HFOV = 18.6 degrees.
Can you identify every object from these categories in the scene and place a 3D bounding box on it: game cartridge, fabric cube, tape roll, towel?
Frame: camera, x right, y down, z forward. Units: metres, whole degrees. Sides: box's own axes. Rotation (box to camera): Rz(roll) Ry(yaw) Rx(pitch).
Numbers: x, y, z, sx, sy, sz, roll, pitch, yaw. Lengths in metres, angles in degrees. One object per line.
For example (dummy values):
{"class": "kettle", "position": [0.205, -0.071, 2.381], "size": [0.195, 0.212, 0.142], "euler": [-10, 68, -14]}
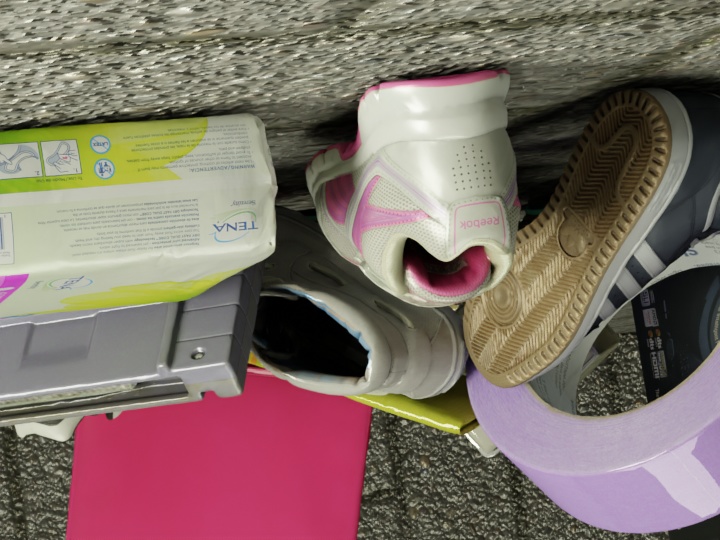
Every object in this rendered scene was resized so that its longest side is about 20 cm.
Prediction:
{"class": "game cartridge", "position": [-0.150, 0.021, 1.154], "size": [0.199, 0.130, 0.038], "euler": [-9, 138, 15]}
{"class": "fabric cube", "position": [-0.096, 0.132, 1.507], "size": [0.195, 0.200, 0.200], "euler": [5, -167, -2]}
{"class": "tape roll", "position": [0.156, 0.035, 1.163], "size": [0.199, 0.201, 0.066], "euler": [-12, 139, 34]}
{"class": "towel", "position": [-0.018, 0.054, 1.238], "size": [0.199, 0.018, 0.086], "euler": [17, -163, 22]}

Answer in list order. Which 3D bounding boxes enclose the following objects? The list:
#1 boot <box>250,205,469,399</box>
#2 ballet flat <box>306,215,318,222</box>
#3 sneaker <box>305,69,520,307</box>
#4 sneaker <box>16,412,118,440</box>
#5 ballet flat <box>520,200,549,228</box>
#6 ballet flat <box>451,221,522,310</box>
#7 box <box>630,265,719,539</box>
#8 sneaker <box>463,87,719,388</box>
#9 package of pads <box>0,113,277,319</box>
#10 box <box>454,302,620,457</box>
{"class": "boot", "position": [-0.042, 0.013, 1.190], "size": [0.199, 0.074, 0.095], "euler": [22, -168, 33]}
{"class": "ballet flat", "position": [0.024, -0.006, 1.411], "size": [0.199, 0.063, 0.069], "euler": [-4, 175, -36]}
{"class": "sneaker", "position": [0.024, -0.022, 1.012], "size": [0.081, 0.089, 0.200], "euler": [-7, 168, -9]}
{"class": "sneaker", "position": [-0.149, 0.039, 1.291], "size": [0.073, 0.080, 0.200], "euler": [3, -163, 30]}
{"class": "ballet flat", "position": [0.150, -0.023, 1.398], "size": [0.068, 0.069, 0.200], "euler": [-9, 175, -13]}
{"class": "ballet flat", "position": [0.073, 0.000, 1.532], "size": [0.199, 0.071, 0.071], "euler": [-1, 177, 16]}
{"class": "box", "position": [0.236, 0.051, 1.233], "size": [0.160, 0.201, 0.043], "euler": [-11, 175, 38]}
{"class": "sneaker", "position": [0.137, -0.016, 1.124], "size": [0.108, 0.070, 0.200], "euler": [-9, 145, -39]}
{"class": "package of pads", "position": [-0.131, -0.019, 1.006], "size": [0.154, 0.069, 0.200], "euler": [-6, 175, -19]}
{"class": "box", "position": [0.099, 0.051, 1.365], "size": [0.095, 0.078, 0.200], "euler": [-43, 173, 7]}
